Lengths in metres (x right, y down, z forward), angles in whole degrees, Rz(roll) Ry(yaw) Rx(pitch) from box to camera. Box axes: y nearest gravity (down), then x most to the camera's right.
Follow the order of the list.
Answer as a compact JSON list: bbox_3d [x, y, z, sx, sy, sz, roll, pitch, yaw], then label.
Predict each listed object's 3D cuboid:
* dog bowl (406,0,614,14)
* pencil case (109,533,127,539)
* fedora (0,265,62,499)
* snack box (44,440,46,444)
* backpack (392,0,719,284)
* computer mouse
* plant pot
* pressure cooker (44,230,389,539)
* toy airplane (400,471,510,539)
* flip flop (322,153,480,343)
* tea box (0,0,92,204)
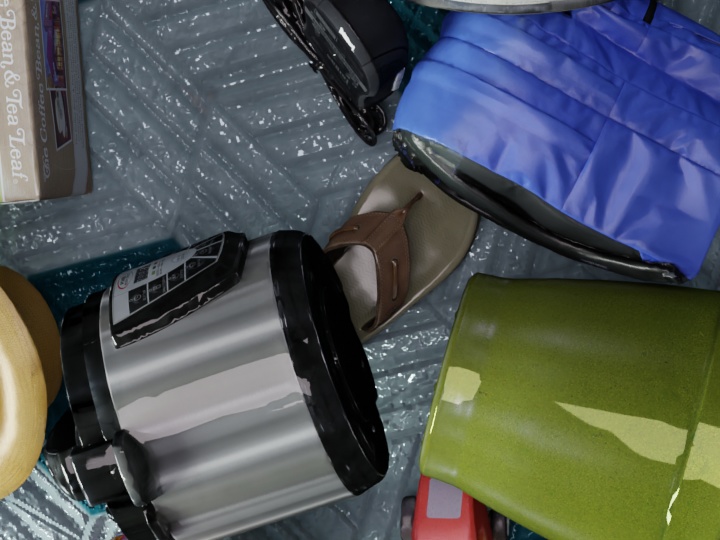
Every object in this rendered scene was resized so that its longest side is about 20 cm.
[{"bbox_3d":[0.093,-0.225,1.635,0.200,0.200,0.074,2,118,9],"label":"dog bowl"},{"bbox_3d":[-0.100,0.212,1.700,0.087,0.200,0.088,1,88,-34],"label":"pencil case"},{"bbox_3d":[-0.253,0.050,1.726,0.200,0.082,0.201,15,114,36],"label":"fedora"},{"bbox_3d":[-0.320,0.083,1.806,0.116,0.037,0.200,-44,86,7],"label":"snack box"},{"bbox_3d":[0.129,-0.095,1.659,0.200,0.163,0.168,23,85,-3],"label":"backpack"},{"bbox_3d":[-0.017,-0.162,1.675,0.046,0.200,0.140,-35,81,-7],"label":"computer mouse"},{"bbox_3d":[0.142,0.086,1.646,0.193,0.200,0.201,16,96,4],"label":"plant pot"},{"bbox_3d":[-0.099,0.082,1.658,0.200,0.176,0.179,-19,62,9],"label":"pressure cooker"},{"bbox_3d":[0.054,0.245,1.705,0.200,0.141,0.199,-44,87,8],"label":"toy airplane"},{"bbox_3d":[0.000,0.000,1.741,0.200,0.058,0.081,-43,86,9],"label":"flip flop"},{"bbox_3d":[-0.288,-0.138,1.740,0.197,0.134,0.200,-3,93,10],"label":"tea box"}]
